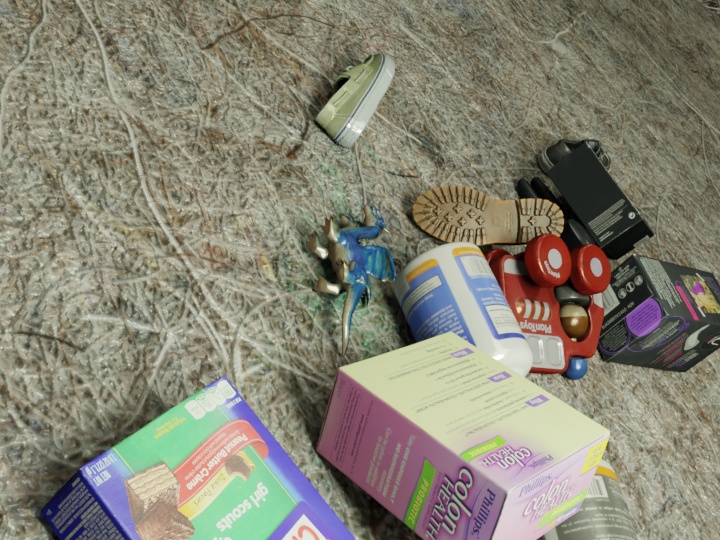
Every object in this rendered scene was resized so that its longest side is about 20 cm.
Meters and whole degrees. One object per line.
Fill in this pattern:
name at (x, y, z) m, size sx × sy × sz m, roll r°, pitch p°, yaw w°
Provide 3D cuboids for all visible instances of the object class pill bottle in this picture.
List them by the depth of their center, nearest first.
pill bottle at (0.222, 0.295, 0.932) m, size 0.116 × 0.116 × 0.201 m, roll 18°, pitch 45°, yaw -32°
pill bottle at (0.121, 0.078, 1.045) m, size 0.111 × 0.112 × 0.201 m, roll 4°, pitch 53°, yaw -42°

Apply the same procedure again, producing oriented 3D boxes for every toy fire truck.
toy fire truck at (0.238, 0.053, 1.208) m, size 0.199 × 0.112 × 0.169 m, roll 10°, pitch 72°, yaw -37°

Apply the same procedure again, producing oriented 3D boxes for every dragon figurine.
dragon figurine at (0.000, 0.000, 1.045) m, size 0.099 × 0.059 × 0.201 m, roll 13°, pitch 46°, yaw -36°

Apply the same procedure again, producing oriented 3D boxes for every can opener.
can opener at (0.296, -0.067, 1.402) m, size 0.063 × 0.079 × 0.201 m, roll 5°, pitch 43°, yaw -32°

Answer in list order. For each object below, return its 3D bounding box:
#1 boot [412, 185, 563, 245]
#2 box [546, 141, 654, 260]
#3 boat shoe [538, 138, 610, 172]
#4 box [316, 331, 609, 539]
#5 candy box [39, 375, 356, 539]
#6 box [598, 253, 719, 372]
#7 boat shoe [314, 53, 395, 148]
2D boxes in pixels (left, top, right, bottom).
boot at (0.156, -0.063, 1.257) m, size 0.198 × 0.107 × 0.076 m, roll 7°, pitch 86°, yaw -12°
box at (0.366, -0.100, 1.434) m, size 0.142 × 0.079 × 0.200 m, roll 60°, pitch 16°, yaw 16°
boat shoe at (0.377, -0.195, 1.599) m, size 0.199 × 0.066 × 0.070 m, roll -1°, pitch 56°, yaw -45°
box at (0.094, 0.160, 0.881) m, size 0.199 × 0.097 × 0.175 m, roll 31°, pitch 28°, yaw 34°
candy box at (-0.111, 0.206, 0.722) m, size 0.200 × 0.077 × 0.169 m, roll 51°, pitch 36°, yaw 6°
box at (0.429, 0.064, 1.352) m, size 0.199 × 0.122 × 0.107 m, roll 11°, pitch 47°, yaw -38°
boat shoe at (-0.005, -0.243, 1.266) m, size 0.062 × 0.072 × 0.201 m, roll 37°, pitch 39°, yaw -14°
